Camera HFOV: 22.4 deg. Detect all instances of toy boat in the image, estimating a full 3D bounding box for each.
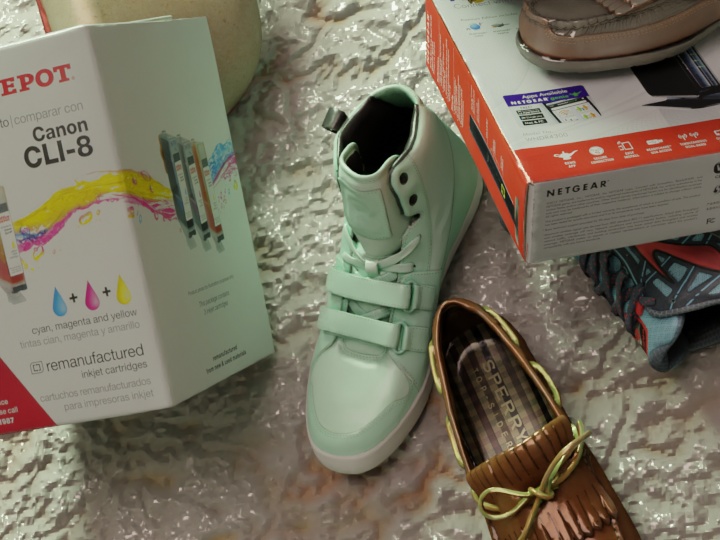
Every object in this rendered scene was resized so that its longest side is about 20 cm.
[{"bbox_3d":[-0.142,-0.171,1.129,0.130,0.131,0.201,-14,81,-18],"label":"toy boat"}]

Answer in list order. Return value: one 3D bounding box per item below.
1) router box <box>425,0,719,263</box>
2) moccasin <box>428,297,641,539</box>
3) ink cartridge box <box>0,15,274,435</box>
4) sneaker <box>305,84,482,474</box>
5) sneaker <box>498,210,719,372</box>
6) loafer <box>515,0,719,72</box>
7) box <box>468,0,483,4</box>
[{"bbox_3d":[0.149,-0.091,0.910,0.198,0.049,0.180,-10,40,-10],"label":"router box"},{"bbox_3d":[0.086,0.098,0.899,0.073,0.078,0.202,-25,57,12],"label":"moccasin"},{"bbox_3d":[-0.154,-0.028,0.989,0.144,0.145,0.202,-10,95,22],"label":"ink cartridge box"},{"bbox_3d":[0.000,0.000,0.967,0.073,0.118,0.202,8,70,27],"label":"sneaker"},{"bbox_3d":[0.150,-0.001,0.921,0.199,0.079,0.096,14,73,31],"label":"sneaker"},{"bbox_3d":[0.166,-0.154,0.896,0.199,0.063,0.072,-17,41,-18],"label":"loafer"},{"bbox_3d":[0.097,-0.247,0.888,0.199,0.049,0.160,-33,57,7],"label":"box"}]
